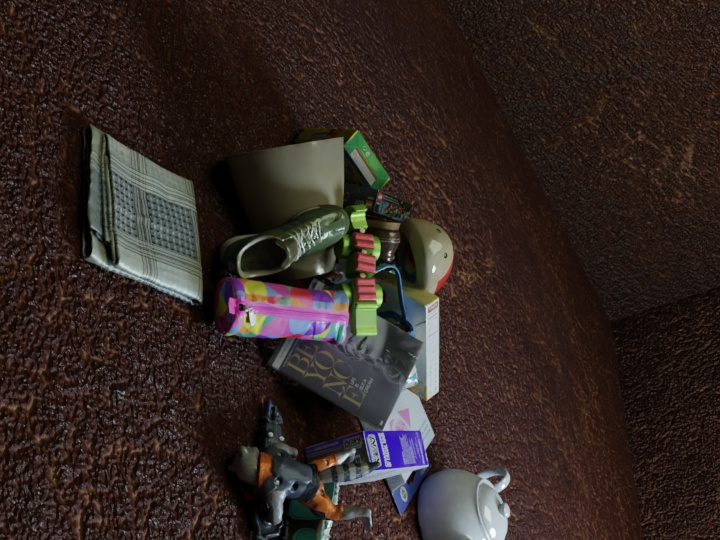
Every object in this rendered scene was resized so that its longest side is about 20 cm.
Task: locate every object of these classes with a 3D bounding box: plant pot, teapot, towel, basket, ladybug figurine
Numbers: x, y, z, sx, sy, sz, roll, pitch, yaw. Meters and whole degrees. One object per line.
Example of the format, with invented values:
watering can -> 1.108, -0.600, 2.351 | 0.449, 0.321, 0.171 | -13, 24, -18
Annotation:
plant pot -> -0.102, -0.093, 1.265 | 0.187, 0.185, 0.203 | -27, 110, -65
teapot -> 0.204, 0.448, 1.478 | 0.197, 0.145, 0.203 | 36, 39, -50
towel -> -0.273, -0.069, 1.034 | 0.199, 0.034, 0.195 | 30, 46, -54
basket -> 0.000, 0.107, 1.293 | 0.139, 0.174, 0.203 | -143, -142, -62
ladybug figurine -> 0.110, -0.023, 1.386 | 0.200, 0.071, 0.138 | 128, -52, -78

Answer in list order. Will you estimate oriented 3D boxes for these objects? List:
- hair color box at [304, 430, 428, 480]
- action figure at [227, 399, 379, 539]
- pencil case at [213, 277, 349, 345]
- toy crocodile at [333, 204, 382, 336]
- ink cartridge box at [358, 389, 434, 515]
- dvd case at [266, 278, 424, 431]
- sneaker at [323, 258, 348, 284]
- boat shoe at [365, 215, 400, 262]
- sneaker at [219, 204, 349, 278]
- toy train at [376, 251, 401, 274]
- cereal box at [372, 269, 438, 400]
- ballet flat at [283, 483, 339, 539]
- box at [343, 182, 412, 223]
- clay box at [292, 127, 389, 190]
hair color box -> 0.013, 0.289, 1.252 | 0.199, 0.108, 0.066 | 17, 55, -60
action figure -> -0.081, 0.251, 1.072 | 0.191, 0.105, 0.202 | 13, 50, -28
pencil case -> -0.109, 0.058, 1.130 | 0.198, 0.088, 0.090 | 6, 62, -32
toy crocodile -> 0.000, 0.000, 1.215 | 0.067, 0.062, 0.203 | 6, 70, -23
ink cartridge box -> 0.078, 0.301, 1.459 | 0.202, 0.043, 0.196 | 66, 24, -4
dvd case -> -0.020, 0.124, 1.212 | 0.198, 0.016, 0.150 | 30, 71, -2
sneaker -> -0.033, 0.012, 1.437 | 0.093, 0.070, 0.202 | -36, 102, -57
boat shoe -> 0.016, -0.056, 1.374 | 0.200, 0.069, 0.072 | -142, -125, -76
sneaker -> -0.100, -0.034, 1.154 | 0.090, 0.198, 0.068 | -134, -153, -67
toy train -> 0.019, -0.032, 1.473 | 0.200, 0.041, 0.057 | 39, -35, 56
cereal box -> 0.072, 0.109, 1.395 | 0.039, 0.143, 0.202 | -29, 129, -34
ballet flat -> -0.072, 0.358, 1.095 | 0.072, 0.071, 0.201 | 54, 30, -28
box -> -0.026, -0.128, 1.406 | 0.136, 0.198, 0.038 | 13, 92, -62
clay box -> -0.045, -0.203, 1.485 | 0.048, 0.199, 0.115 | -49, 122, -19
